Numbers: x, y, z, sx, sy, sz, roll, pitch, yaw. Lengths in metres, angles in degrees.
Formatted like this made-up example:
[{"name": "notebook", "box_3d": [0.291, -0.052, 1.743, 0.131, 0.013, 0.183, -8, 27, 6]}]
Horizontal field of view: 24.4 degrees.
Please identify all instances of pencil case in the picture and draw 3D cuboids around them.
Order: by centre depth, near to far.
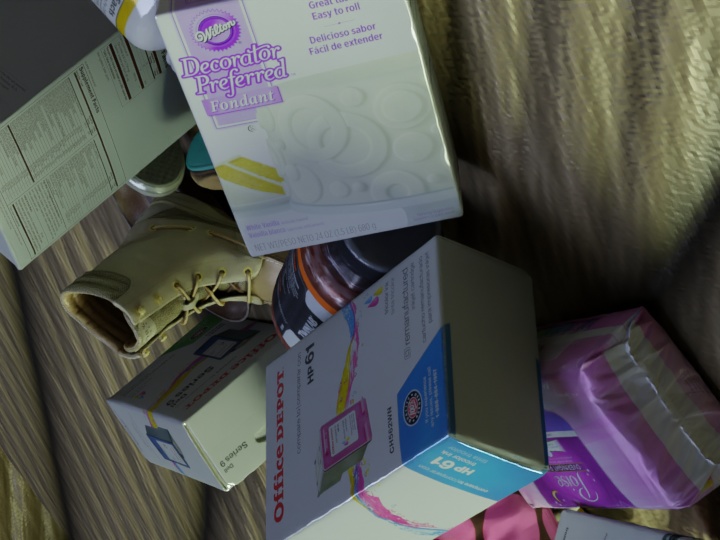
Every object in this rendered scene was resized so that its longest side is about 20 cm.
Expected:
[{"name": "pencil case", "box_3d": [0.091, 0.168, 1.200, 0.201, 0.093, 0.091, 56, -178, -9]}]

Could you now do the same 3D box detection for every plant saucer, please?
[{"name": "plant saucer", "box_3d": [-0.162, -0.040, 1.528, 0.200, 0.032, 0.201, 40, 157, 20]}]

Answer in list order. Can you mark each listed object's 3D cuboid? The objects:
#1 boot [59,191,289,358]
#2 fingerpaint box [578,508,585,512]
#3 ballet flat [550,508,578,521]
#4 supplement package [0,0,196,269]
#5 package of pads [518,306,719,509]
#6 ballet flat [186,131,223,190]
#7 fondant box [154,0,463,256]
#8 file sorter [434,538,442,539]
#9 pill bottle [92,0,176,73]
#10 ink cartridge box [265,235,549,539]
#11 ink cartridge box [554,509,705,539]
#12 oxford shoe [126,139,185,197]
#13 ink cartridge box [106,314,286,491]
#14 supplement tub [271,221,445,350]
[{"name": "boot", "box_3d": [-0.129, 0.019, 1.361, 0.198, 0.156, 0.073, 23, 134, 20]}, {"name": "fingerpaint box", "box_3d": [0.152, 0.262, 1.370, 0.167, 0.073, 0.200, 44, 158, 12]}, {"name": "ballet flat", "box_3d": [0.089, 0.123, 1.284, 0.200, 0.069, 0.070, 41, 157, 17]}, {"name": "supplement package", "box_3d": [-0.271, -0.150, 1.325, 0.191, 0.200, 0.148, 36, 156, 30]}, {"name": "package of pads", "box_3d": [0.151, 0.095, 1.088, 0.121, 0.075, 0.200, 55, 158, -7]}, {"name": "ballet flat", "box_3d": [-0.067, -0.088, 1.248, 0.063, 0.069, 0.199, 26, 171, -25]}, {"name": "fondant box", "box_3d": [-0.027, -0.107, 1.005, 0.059, 0.143, 0.201, -92, -12, -46]}, {"name": "file sorter", "box_3d": [0.013, 0.303, 1.175, 0.139, 0.124, 0.202, -4, 99, 61]}, {"name": "pill bottle", "box_3d": [-0.135, -0.216, 1.068, 0.200, 0.114, 0.114, 47, 159, 4]}, {"name": "ink cartridge box", "box_3d": [0.022, 0.094, 1.076, 0.084, 0.146, 0.200, 20, 140, -29]}, {"name": "ink cartridge box", "box_3d": [0.229, 0.216, 1.046, 0.145, 0.084, 0.199, 18, 173, -28]}, {"name": "oxford shoe", "box_3d": [-0.215, -0.119, 1.433, 0.200, 0.075, 0.058, 43, 137, 34]}, {"name": "ink cartridge box", "box_3d": [-0.135, 0.122, 1.591, 0.088, 0.145, 0.199, 58, 158, -20]}, {"name": "supplement tub", "box_3d": [0.000, 0.000, 1.179, 0.107, 0.107, 0.200, 46, 159, 6]}]
